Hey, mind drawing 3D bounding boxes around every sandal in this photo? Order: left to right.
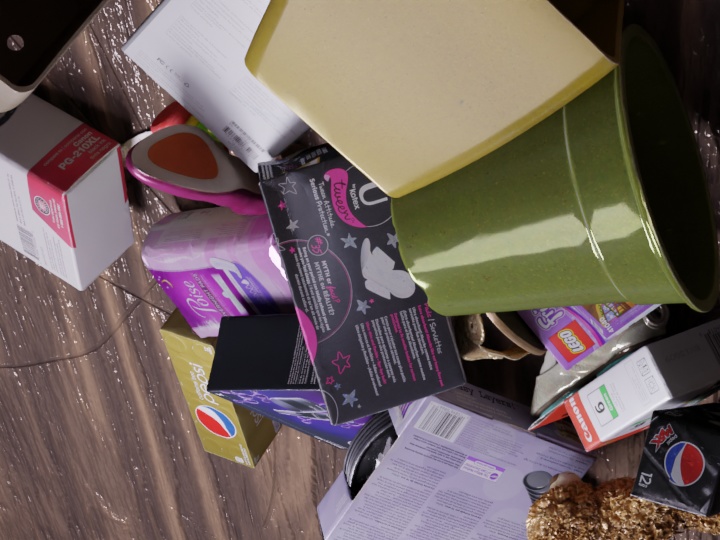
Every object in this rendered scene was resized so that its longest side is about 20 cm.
[{"bbox_3d":[0.110,0.048,1.413,0.070,0.212,0.078,-36,80,17],"label":"sandal"}]

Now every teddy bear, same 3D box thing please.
[{"bbox_3d":[0.243,0.204,1.549,0.199,0.067,0.145,-7,176,15],"label":"teddy bear"}]

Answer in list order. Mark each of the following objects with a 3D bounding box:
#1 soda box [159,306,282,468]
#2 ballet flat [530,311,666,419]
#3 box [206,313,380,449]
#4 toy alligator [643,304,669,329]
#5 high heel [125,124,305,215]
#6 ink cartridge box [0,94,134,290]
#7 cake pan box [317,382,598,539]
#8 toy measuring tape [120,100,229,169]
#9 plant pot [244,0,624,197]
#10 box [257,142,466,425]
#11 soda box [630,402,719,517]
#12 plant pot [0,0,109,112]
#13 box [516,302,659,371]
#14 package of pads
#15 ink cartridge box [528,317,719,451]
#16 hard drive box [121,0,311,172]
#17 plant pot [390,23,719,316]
[{"bbox_3d":[-0.142,0.112,1.824,0.067,0.064,0.201,16,141,26],"label":"soda box"},{"bbox_3d":[0.196,0.068,1.500,0.063,0.067,0.200,65,148,13],"label":"ballet flat"},{"bbox_3d":[-0.021,0.105,1.627,0.141,0.079,0.200,-1,160,40],"label":"box"},{"bbox_3d":[0.177,-0.029,1.384,0.200,0.059,0.054,38,146,-4],"label":"toy alligator"},{"bbox_3d":[-0.135,-0.071,1.492,0.096,0.199,0.068,-34,65,38],"label":"high heel"},{"bbox_3d":[-0.322,-0.094,1.686,0.200,0.084,0.145,30,147,22],"label":"ink cartridge box"},{"bbox_3d":[0.083,0.192,1.589,0.199,0.052,0.185,20,115,-24],"label":"cake pan box"},{"bbox_3d":[-0.175,-0.107,1.580,0.200,0.074,0.074,-15,122,48],"label":"toy measuring tape"},{"bbox_3d":[0.038,-0.170,1.149,0.200,0.200,0.176,42,114,-10],"label":"plant pot"},{"bbox_3d":[0.000,0.000,1.395,0.132,0.114,0.201,-111,5,-79],"label":"box"},{"bbox_3d":[0.280,0.148,1.405,0.063,0.071,0.200,16,-175,24],"label":"soda box"},{"bbox_3d":[-0.303,-0.243,1.428,0.200,0.200,0.177,38,157,-6],"label":"plant pot"},{"bbox_3d":[0.149,-0.040,1.335,0.137,0.039,0.200,-36,103,16],"label":"box"},{"bbox_3d":[-0.101,-0.003,1.639,0.199,0.076,0.121,-5,128,44],"label":"package of pads"},{"bbox_3d":[0.232,0.103,1.448,0.051,0.109,0.200,65,148,14],"label":"ink cartridge box"},{"bbox_3d":[-0.076,-0.186,1.391,0.156,0.077,0.200,42,146,-11],"label":"hard drive box"},{"bbox_3d":[0.129,-0.049,1.229,0.189,0.200,0.200,-14,126,24],"label":"plant pot"}]
